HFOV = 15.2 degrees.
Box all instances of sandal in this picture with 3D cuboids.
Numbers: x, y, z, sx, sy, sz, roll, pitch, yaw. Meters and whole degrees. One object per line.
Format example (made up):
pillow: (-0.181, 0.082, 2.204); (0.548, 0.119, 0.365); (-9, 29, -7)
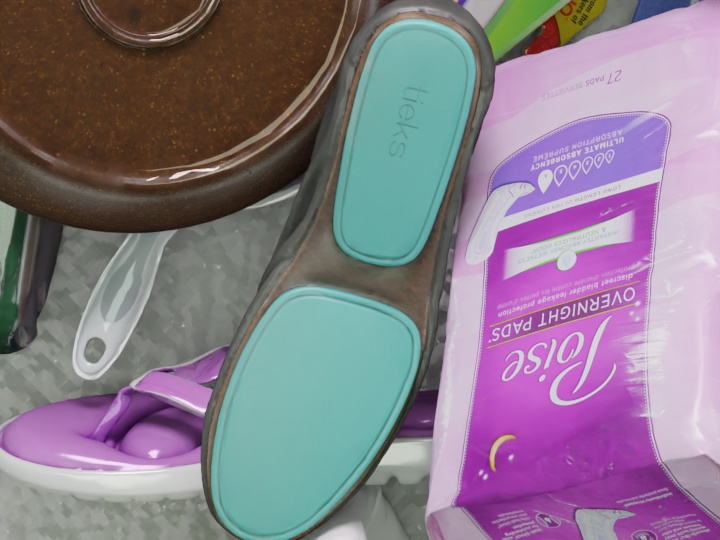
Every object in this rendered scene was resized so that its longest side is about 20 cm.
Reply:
sandal: (-0.038, 0.049, 1.012); (0.201, 0.082, 0.050); (-2, 106, -10)

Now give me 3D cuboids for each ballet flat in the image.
ballet flat: (0.000, 0.000, 0.943); (0.068, 0.068, 0.201); (22, 100, -4)

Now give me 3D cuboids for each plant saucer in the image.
plant saucer: (-0.074, -0.105, 0.932); (0.199, 0.034, 0.201); (-4, 108, -12)

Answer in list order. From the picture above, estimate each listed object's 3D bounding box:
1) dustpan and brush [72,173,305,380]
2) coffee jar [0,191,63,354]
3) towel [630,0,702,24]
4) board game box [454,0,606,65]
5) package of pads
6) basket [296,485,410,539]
dustpan and brush: (-0.059, -0.052, 1.012); (0.139, 0.057, 0.201); (26, 96, -1)
coffee jar: (-0.212, -0.035, 1.006); (0.199, 0.085, 0.105); (9, 95, 1)
towel: (0.182, -0.067, 0.966); (0.199, 0.024, 0.145); (26, 106, 31)
board game box: (0.014, -0.151, 0.979); (0.095, 0.030, 0.200); (-39, 114, -14)
package of pads: (0.091, 0.007, 0.925); (0.120, 0.201, 0.076); (-18, 139, 35)
basket: (-0.007, 0.196, 0.997); (0.123, 0.136, 0.201); (-28, 94, 6)
